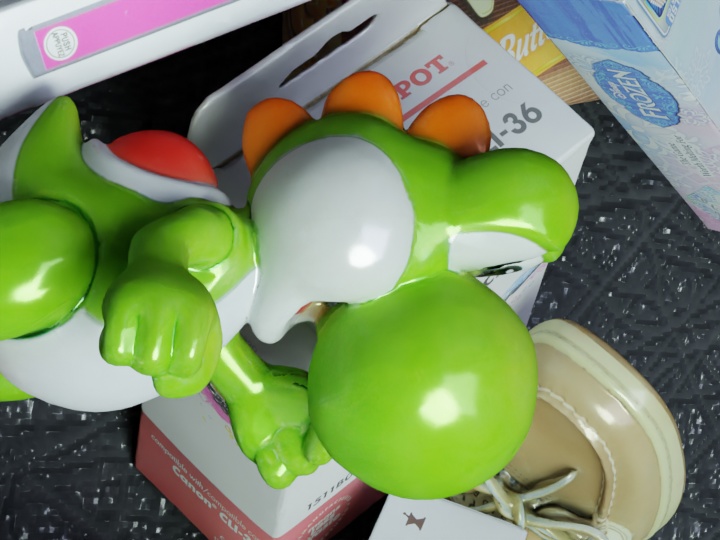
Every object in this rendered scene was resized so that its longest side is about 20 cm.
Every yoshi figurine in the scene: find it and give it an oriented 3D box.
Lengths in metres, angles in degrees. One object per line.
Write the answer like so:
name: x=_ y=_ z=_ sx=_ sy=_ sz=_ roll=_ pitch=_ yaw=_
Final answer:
yoshi figurine: x=-0.038 y=0.022 z=0.740 sx=0.199 sy=0.113 sz=0.112 roll=-10 pitch=118 yaw=0

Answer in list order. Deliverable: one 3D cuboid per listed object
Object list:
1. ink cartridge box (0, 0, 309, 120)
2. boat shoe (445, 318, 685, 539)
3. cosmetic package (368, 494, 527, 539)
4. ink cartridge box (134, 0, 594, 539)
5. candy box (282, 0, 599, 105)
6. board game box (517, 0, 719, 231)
ink cartridge box: x=-0.037 y=-0.103 z=0.825 sx=0.199 sy=0.095 sz=0.037 roll=-24 pitch=117 yaw=-12
boat shoe: x=0.052 y=0.084 z=0.940 sx=0.063 sy=0.073 sz=0.200 roll=-40 pitch=164 yaw=-26
cosmetic package: x=-0.010 y=0.190 z=0.891 sx=0.151 sy=0.051 sz=0.200 roll=95 pitch=16 yaw=-52
ink cartridge box: x=0.000 y=0.000 z=0.869 sx=0.116 sy=0.067 sz=0.200 roll=-37 pitch=159 yaw=-27
candy box: x=0.066 y=-0.117 z=0.973 sx=0.199 sy=0.055 sz=0.116 roll=-11 pitch=107 yaw=-38
board game box: x=0.125 y=-0.136 z=0.912 sx=0.199 sy=0.043 sz=0.201 roll=40 pitch=65 yaw=-58
